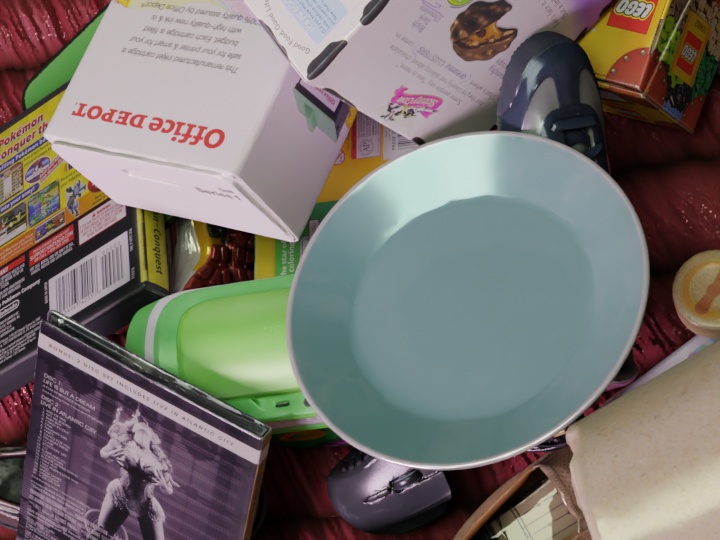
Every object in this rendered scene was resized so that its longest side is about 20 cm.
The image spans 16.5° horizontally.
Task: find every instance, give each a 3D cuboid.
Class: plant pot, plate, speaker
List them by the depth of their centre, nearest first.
[{"bbox_3d":[0.208,0.106,1.235,0.183,0.200,0.201,-23,68,11],"label":"plant pot"},{"bbox_3d":[0.057,0.017,1.312,0.199,0.026,0.201,-10,58,16],"label":"plate"},{"bbox_3d":[-0.029,0.044,1.402,0.199,0.088,0.089,-8,73,22],"label":"speaker"}]

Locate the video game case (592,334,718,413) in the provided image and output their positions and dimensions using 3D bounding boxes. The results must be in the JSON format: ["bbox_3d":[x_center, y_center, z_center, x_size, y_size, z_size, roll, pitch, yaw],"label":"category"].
[{"bbox_3d":[0.244,0.097,1.337,0.200,0.024,0.182,-36,64,-6],"label":"video game case"}]

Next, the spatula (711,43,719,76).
[{"bbox_3d":[0.232,-0.110,1.429,0.199,0.021,0.057,30,92,28],"label":"spatula"}]

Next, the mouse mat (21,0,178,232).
[{"bbox_3d":[-0.147,-0.092,1.554,0.161,0.008,0.201,-40,47,25],"label":"mouse mat"}]

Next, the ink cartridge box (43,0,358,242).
[{"bbox_3d":[-0.070,-0.130,1.434,0.144,0.084,0.201,12,69,35],"label":"ink cartridge box"}]

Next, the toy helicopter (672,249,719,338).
[{"bbox_3d":[0.257,-0.028,1.340,0.199,0.079,0.133,-24,67,1],"label":"toy helicopter"}]

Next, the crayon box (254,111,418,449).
[{"bbox_3d":[0.000,0.000,1.481,0.118,0.058,0.201,-6,74,23],"label":"crayon box"}]

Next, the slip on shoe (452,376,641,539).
[{"bbox_3d":[0.124,0.123,1.391,0.200,0.061,0.076,-37,64,11],"label":"slip on shoe"}]

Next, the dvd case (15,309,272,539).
[{"bbox_3d":[-0.129,0.129,1.438,0.148,0.201,0.016,27,44,16],"label":"dvd case"}]

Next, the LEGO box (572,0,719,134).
[{"bbox_3d":[0.120,-0.180,1.454,0.199,0.077,0.150,18,86,33],"label":"LEGO box"}]

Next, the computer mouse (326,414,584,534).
[{"bbox_3d":[0.048,0.109,1.397,0.200,0.034,0.059,-29,96,45],"label":"computer mouse"}]

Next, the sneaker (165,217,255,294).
[{"bbox_3d":[-0.107,0.006,1.529,0.082,0.078,0.201,0,73,42],"label":"sneaker"}]

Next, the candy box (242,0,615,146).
[{"bbox_3d":[0.061,-0.168,1.338,0.200,0.168,0.072,-46,58,12],"label":"candy box"}]

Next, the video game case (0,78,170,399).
[{"bbox_3d":[-0.198,-0.022,1.545,0.199,0.025,0.182,-30,52,32],"label":"video game case"}]

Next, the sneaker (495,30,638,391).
[{"bbox_3d":[0.124,-0.030,1.363,0.082,0.070,0.201,21,122,56],"label":"sneaker"}]

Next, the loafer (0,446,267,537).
[{"bbox_3d":[-0.156,0.138,1.511,0.199,0.063,0.072,2,77,24],"label":"loafer"}]
